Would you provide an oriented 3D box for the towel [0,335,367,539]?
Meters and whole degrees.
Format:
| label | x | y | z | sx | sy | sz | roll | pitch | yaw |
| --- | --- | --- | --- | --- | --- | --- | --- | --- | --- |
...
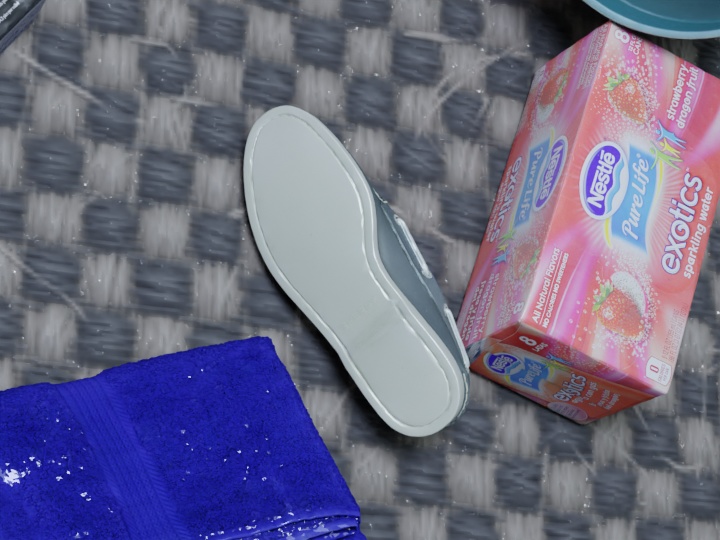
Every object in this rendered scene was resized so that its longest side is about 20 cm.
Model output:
| label | x | y | z | sx | sy | sz | roll | pitch | yaw |
| --- | --- | --- | --- | --- | --- | --- | --- | --- | --- |
| towel | -0.104 | 0.106 | 0.939 | 0.199 | 0.050 | 0.148 | -12 | 59 | -30 |

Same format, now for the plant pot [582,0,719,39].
| label | x | y | z | sx | sy | sz | roll | pitch | yaw |
| --- | --- | --- | --- | --- | --- | --- | --- | --- | --- |
| plant pot | 0.212 | -0.248 | 1.119 | 0.201 | 0.200 | 0.188 | 58 | 23 | 0 |

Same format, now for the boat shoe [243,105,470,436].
| label | x | y | z | sx | sy | sz | roll | pitch | yaw |
| --- | --- | --- | --- | --- | --- | --- | --- | --- | --- |
| boat shoe | 0.000 | 0.000 | 1.049 | 0.201 | 0.073 | 0.062 | 60 | 18 | 8 |

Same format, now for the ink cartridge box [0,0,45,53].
| label | x | y | z | sx | sy | sz | roll | pitch | yaw |
| --- | --- | --- | --- | --- | --- | --- | --- | --- | --- |
| ink cartridge box | -0.256 | -0.105 | 0.956 | 0.094 | 0.044 | 0.200 | 43 | 63 | -7 |

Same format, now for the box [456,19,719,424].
| label | x | y | z | sx | sy | sz | roll | pitch | yaw |
| --- | --- | --- | --- | --- | --- | --- | --- | --- | --- |
| box | 0.137 | -0.027 | 1.089 | 0.102 | 0.095 | 0.201 | 27 | 66 | -15 |
